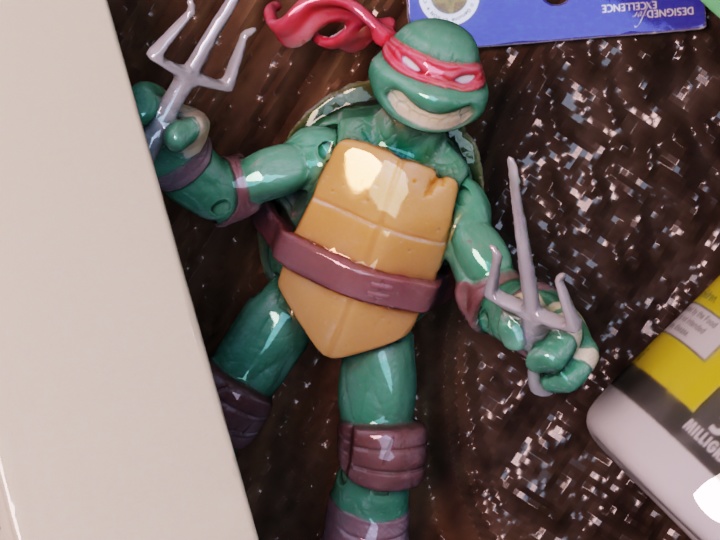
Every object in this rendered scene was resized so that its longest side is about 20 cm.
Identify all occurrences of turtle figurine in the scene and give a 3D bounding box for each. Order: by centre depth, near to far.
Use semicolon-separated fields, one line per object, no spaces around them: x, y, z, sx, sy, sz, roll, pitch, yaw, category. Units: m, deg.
0.000;0.000;0.783;0.150;0.101;0.200;21;111;10;turtle figurine

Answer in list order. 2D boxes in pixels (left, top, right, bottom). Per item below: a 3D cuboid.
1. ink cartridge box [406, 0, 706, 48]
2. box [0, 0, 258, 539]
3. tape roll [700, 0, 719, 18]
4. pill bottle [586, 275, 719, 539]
0.055;-0.167;0.804;0.095;0.037;0.200;-5;99;-6;ink cartridge box
-0.096;-0.006;0.731;0.068;0.082;0.200;-11;79;-29;box
0.149;-0.132;0.706;0.200;0.200;0.048;53;54;-9;tape roll
0.172;0.012;0.797;0.111;0.111;0.200;45;89;-9;pill bottle
